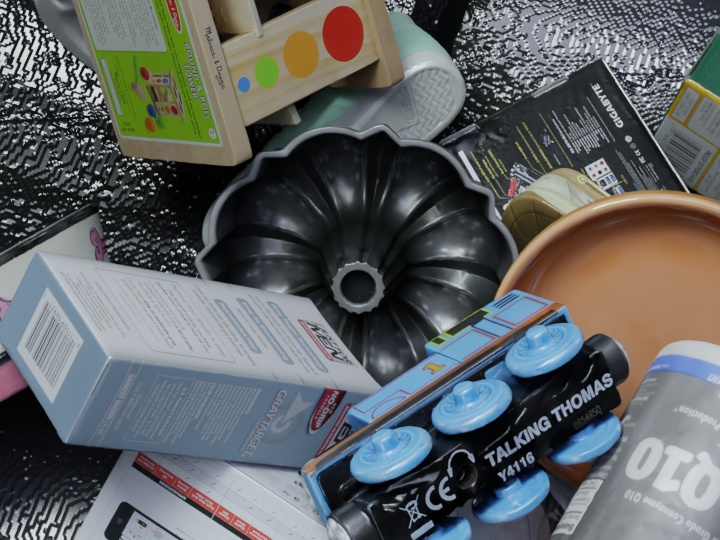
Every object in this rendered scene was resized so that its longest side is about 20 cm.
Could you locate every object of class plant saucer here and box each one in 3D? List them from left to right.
[{"bbox_3d":[0.173,0.043,1.189,0.198,0.038,0.202,2,114,5],"label":"plant saucer"}]

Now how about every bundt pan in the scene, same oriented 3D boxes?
[{"bbox_3d":[0.000,0.000,1.246,0.200,0.076,0.204,1,107,3],"label":"bundt pan"}]

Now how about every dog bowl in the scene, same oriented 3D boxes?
[{"bbox_3d":[-0.227,0.040,1.193,0.199,0.200,0.074,-31,96,-14],"label":"dog bowl"}]

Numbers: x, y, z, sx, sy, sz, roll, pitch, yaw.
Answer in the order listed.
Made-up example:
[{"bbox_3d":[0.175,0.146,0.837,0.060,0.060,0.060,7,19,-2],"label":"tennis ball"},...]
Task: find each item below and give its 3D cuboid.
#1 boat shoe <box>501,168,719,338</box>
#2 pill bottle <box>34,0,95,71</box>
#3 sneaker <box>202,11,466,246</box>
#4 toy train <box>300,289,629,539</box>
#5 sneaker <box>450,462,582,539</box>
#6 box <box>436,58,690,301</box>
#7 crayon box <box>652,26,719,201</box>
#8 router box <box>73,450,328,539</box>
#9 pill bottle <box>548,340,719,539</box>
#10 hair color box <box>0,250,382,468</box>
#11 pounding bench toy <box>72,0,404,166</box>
[{"bbox_3d":[0.181,0.008,1.249,0.200,0.074,0.066,42,47,1],"label":"boat shoe"},{"bbox_3d":[-0.117,-0.226,1.330,0.113,0.114,0.201,30,71,6],"label":"pill bottle"},{"bbox_3d":[-0.025,-0.088,1.326,0.200,0.118,0.074,-37,121,8],"label":"sneaker"},{"bbox_3d":[0.054,0.090,1.105,0.199,0.114,0.087,-32,111,-19],"label":"toy train"},{"bbox_3d":[0.079,0.190,1.205,0.114,0.076,0.201,2,45,0],"label":"sneaker"},{"bbox_3d":[0.141,-0.018,1.316,0.159,0.049,0.201,-29,76,-11],"label":"box"},{"bbox_3d":[0.290,-0.061,1.304,0.199,0.126,0.052,35,71,7],"label":"crayon box"},{"bbox_3d":[-0.075,0.195,1.164,0.199,0.049,0.180,33,110,4],"label":"router box"},{"bbox_3d":[0.167,0.150,1.102,0.113,0.114,0.201,31,73,6],"label":"pill bottle"},{"bbox_3d":[-0.092,0.053,1.122,0.199,0.061,0.099,10,28,-42],"label":"hair color box"},{"bbox_3d":[-0.079,-0.187,1.211,0.155,0.124,0.202,-30,113,-33],"label":"pounding bench toy"}]
